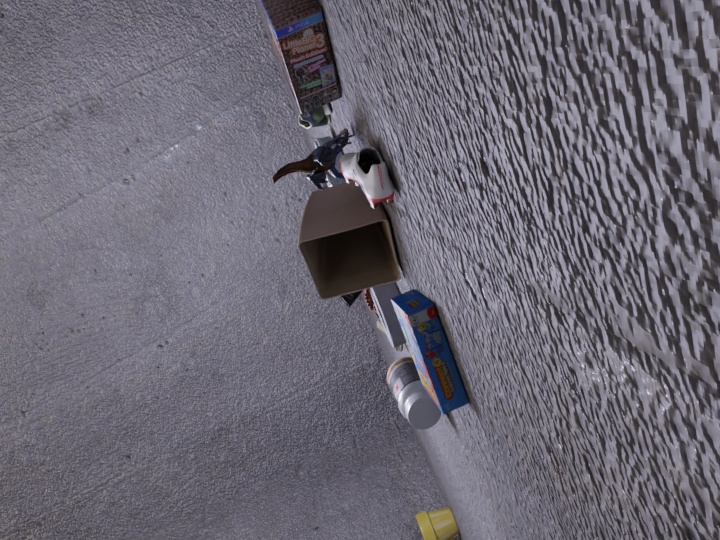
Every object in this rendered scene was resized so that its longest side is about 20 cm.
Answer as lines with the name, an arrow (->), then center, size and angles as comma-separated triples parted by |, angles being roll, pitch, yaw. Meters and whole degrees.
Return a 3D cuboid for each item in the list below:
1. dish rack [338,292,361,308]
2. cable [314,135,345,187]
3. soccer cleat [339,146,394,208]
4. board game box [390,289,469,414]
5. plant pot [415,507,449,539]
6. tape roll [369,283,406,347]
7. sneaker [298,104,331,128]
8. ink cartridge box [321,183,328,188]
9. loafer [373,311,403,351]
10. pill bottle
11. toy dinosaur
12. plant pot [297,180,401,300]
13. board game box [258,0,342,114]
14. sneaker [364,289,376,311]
dish rack -> 0.000, 0.000, 1.613 | 0.054, 0.154, 0.201 | 33, 154, 9
cable -> -0.078, -0.295, 1.705 | 0.200, 0.067, 0.205 | 83, 166, -83
soccer cleat -> 0.008, -0.186, 1.034 | 0.201, 0.067, 0.087 | -121, 18, -54
board game box -> 0.132, 0.151, 1.148 | 0.200, 0.054, 0.201 | -136, 26, -83
plant pot -> 0.406, 1.339, 3.037 | 0.201, 0.184, 0.206 | 157, 90, -86
tape roll -> 0.083, 0.108, 1.623 | 0.200, 0.064, 0.206 | 157, 91, -87
sneaker -> -0.129, -0.418, 1.561 | 0.200, 0.088, 0.069 | -133, 19, -82
ink cartridge box -> -0.078, -0.212, 1.898 | 0.203, 0.048, 0.166 | 71, -162, -47
loafer -> 0.090, 0.188, 1.989 | 0.076, 0.066, 0.205 | 78, 171, -72
pill bottle -> 0.144, 0.328, 1.564 | 0.201, 0.113, 0.119 | -118, 7, -68
toy dinosaur -> -0.076, -0.244, 1.198 | 0.183, 0.193, 0.108 | -98, 15, -64
plant pot -> -0.028, -0.085, 1.315 | 0.202, 0.193, 0.181 | 71, -173, -49
board game box -> -0.121, -0.452, 1.155 | 0.202, 0.094, 0.162 | 73, 174, -56
sneaker -> 0.039, 0.036, 1.853 | 0.078, 0.074, 0.206 | 21, -126, -59
